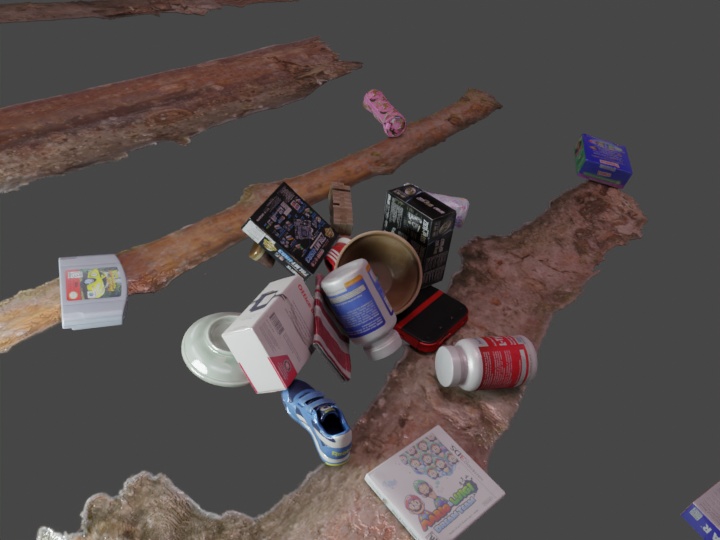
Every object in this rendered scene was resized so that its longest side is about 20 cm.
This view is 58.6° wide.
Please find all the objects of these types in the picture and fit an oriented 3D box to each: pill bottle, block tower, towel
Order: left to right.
[{"bbox_3d":[-0.059,0.119,1.354,0.023,0.144,0.200,-21,39,16],"label":"towel"},{"bbox_3d":[-0.054,-0.160,1.732,0.054,0.058,0.200,6,42,-10],"label":"block tower"},{"bbox_3d":[0.008,0.086,1.361,0.112,0.112,0.201,-40,107,-45],"label":"pill bottle"},{"bbox_3d":[0.267,0.199,1.378,0.199,0.113,0.112,-1,43,-20],"label":"pill bottle"}]

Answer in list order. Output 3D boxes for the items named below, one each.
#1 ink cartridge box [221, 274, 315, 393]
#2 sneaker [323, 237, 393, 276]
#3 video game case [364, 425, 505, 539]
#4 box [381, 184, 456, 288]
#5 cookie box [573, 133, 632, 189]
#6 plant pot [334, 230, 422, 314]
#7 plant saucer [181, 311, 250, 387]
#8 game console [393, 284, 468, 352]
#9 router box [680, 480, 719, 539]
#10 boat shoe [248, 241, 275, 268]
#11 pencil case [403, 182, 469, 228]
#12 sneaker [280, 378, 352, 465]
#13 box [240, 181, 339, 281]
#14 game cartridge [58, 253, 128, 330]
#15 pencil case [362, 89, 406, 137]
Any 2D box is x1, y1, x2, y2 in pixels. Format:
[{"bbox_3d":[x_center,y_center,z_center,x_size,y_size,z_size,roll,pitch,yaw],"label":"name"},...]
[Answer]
[{"bbox_3d":[-0.163,0.124,1.284,0.084,0.145,0.200,-14,23,31],"label":"ink cartridge box"},{"bbox_3d":[0.000,0.000,1.566,0.199,0.079,0.116,21,47,25],"label":"sneaker"},{"bbox_3d":[0.138,0.397,1.178,0.200,0.024,0.182,-23,53,-36],"label":"video game case"},{"bbox_3d":[0.135,-0.084,1.577,0.086,0.201,0.164,-19,41,-34],"label":"box"},{"bbox_3d":[0.854,-0.388,2.272,0.171,0.075,0.200,17,40,1],"label":"cookie box"},{"bbox_3d":[0.038,0.014,1.481,0.200,0.093,0.202,0,82,-3],"label":"plant pot"},{"bbox_3d":[-0.264,0.146,1.317,0.199,0.050,0.201,9,40,-7],"label":"plant saucer"},{"bbox_3d":[0.145,0.102,1.521,0.177,0.031,0.200,30,41,26],"label":"game console"},{"bbox_3d":[0.756,0.503,1.235,0.179,0.049,0.200,-16,50,-33],"label":"router box"},{"bbox_3d":[-0.213,-0.078,1.589,0.072,0.072,0.200,39,32,-18],"label":"boat shoe"},{"bbox_3d":[0.205,-0.183,1.819,0.199,0.083,0.091,15,62,-2],"label":"pencil case"},{"bbox_3d":[-0.078,0.268,1.211,0.074,0.082,0.200,-21,50,-34],"label":"sneaker"},{"bbox_3d":[-0.164,-0.095,1.558,0.198,0.050,0.200,43,37,-11],"label":"box"},{"bbox_3d":[-0.562,0.038,1.356,0.133,0.041,0.200,-3,43,-26],"label":"game cartridge"},{"bbox_3d":[0.080,-0.539,2.192,0.083,0.087,0.200,-29,50,-2],"label":"pencil case"}]
